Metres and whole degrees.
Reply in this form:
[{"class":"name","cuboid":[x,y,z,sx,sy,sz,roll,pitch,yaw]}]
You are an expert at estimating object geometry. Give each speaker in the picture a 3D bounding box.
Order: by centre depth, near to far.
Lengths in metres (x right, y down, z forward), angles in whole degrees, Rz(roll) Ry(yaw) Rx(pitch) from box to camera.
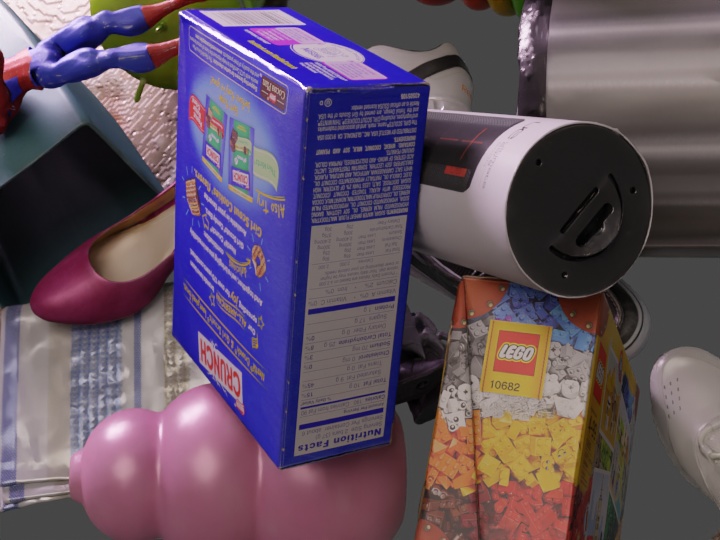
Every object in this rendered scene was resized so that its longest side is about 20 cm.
[{"class":"speaker","cuboid":[0.063,-0.040,0.654,0.082,0.081,0.200,-54,23,-6]}]

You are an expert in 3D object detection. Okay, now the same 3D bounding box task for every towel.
[{"class":"towel","cuboid":[-0.153,0.081,0.872,0.197,0.024,0.149,-8,68,4]}]

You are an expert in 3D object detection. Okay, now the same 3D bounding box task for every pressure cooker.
[{"class":"pressure cooker","cuboid":[0.197,-0.092,0.737,0.197,0.181,0.176,1,33,19]}]

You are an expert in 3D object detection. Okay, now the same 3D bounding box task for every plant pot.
[{"class":"plant pot","cuboid":[-0.255,-0.099,0.921,0.141,0.141,0.201,-35,60,2]}]

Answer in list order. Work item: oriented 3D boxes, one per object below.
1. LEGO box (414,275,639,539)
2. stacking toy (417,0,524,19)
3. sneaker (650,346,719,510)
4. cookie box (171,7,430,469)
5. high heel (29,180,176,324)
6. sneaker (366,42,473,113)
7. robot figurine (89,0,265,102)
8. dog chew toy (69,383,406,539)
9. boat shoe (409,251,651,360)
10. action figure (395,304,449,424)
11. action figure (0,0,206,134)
[{"class":"LEGO box","cuboid":[0.098,0.107,0.700,0.076,0.200,0.151,6,73,19]},{"class":"stacking toy","cuboid":[0.118,-0.205,0.875,0.198,0.085,0.086,14,76,26]},{"class":"sneaker","cuboid":[0.231,0.122,0.716,0.074,0.087,0.201,-35,64,4]},{"class":"cookie box","cuboid":[-0.042,-0.025,0.696,0.171,0.074,0.203,39,130,53]},{"class":"high heel","cuboid":[-0.138,-0.032,0.855,0.198,0.096,0.068,-21,59,-6]},{"class":"sneaker","cuboid":[-0.014,-0.113,0.893,0.197,0.074,0.081,-1,56,12]},{"class":"robot figurine","cuboid":[-0.121,-0.214,0.911,0.114,0.176,0.202,20,54,-7]},{"class":"dog chew toy","cuboid":[-0.074,0.122,0.768,0.197,0.125,0.126,-1,69,-7]},{"class":"boat shoe","cuboid":[0.088,0.001,0.810,0.198,0.071,0.073,24,79,22]},{"class":"action figure","cuboid":[0.000,0.000,0.804,0.069,0.130,0.201,-30,62,-4]},{"class":"action figure","cuboid":[-0.200,-0.145,0.788,0.198,0.099,0.066,-22,58,13]}]
